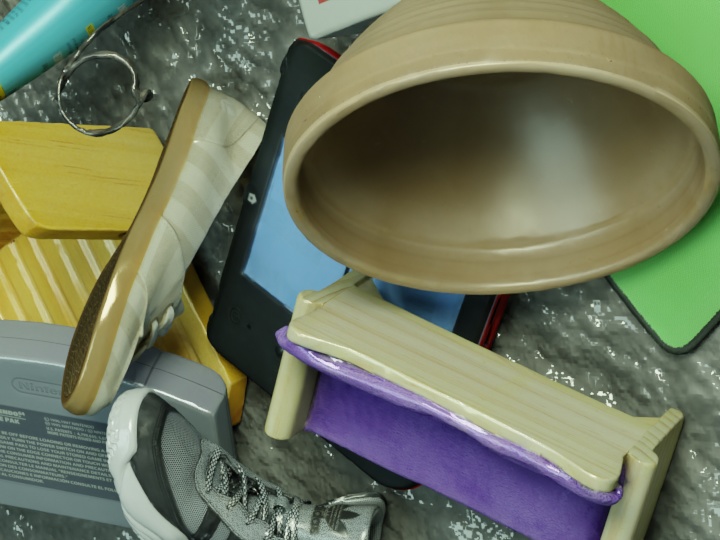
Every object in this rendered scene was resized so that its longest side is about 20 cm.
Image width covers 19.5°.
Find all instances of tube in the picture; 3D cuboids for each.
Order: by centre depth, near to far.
[{"bbox_3d":[-0.179,-0.132,1.164,0.050,0.200,0.077,49,173,-1],"label":"tube"}]

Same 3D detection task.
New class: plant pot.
[{"bbox_3d":[0.063,-0.075,0.966,0.200,0.200,0.093,-30,51,42],"label":"plant pot"}]

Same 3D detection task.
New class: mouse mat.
[{"bbox_3d":[0.156,-0.077,0.988,0.161,0.007,0.200,53,130,19],"label":"mouse mat"}]

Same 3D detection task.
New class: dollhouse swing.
[{"bbox_3d":[-0.196,0.035,1.242,0.199,0.181,0.177,-28,71,42],"label":"dollhouse swing"}]

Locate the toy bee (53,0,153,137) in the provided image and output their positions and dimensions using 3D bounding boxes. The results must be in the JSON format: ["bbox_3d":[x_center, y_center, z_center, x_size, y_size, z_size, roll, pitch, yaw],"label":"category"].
[{"bbox_3d":[-0.105,-0.181,1.030,0.130,0.109,0.201,35,106,5],"label":"toy bee"}]

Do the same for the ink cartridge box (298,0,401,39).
[{"bbox_3d":[0.022,-0.227,1.019,0.146,0.083,0.202,-15,92,44],"label":"ink cartridge box"}]

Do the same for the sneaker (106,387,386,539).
[{"bbox_3d":[-0.051,0.132,1.152,0.113,0.076,0.201,-15,125,25],"label":"sneaker"}]

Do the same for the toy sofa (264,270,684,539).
[{"bbox_3d":[0.049,0.082,1.036,0.199,0.097,0.083,25,118,19],"label":"toy sofa"}]

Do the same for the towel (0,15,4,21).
[{"bbox_3d":[-0.314,-0.193,1.256,0.085,0.200,0.166,-39,74,8],"label":"towel"}]

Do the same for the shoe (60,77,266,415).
[{"bbox_3d":[-0.106,-0.009,1.147,0.201,0.053,0.070,-68,12,-17],"label":"shoe"}]

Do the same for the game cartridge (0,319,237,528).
[{"bbox_3d":[-0.167,0.091,1.231,0.198,0.042,0.134,9,129,14],"label":"game cartridge"}]

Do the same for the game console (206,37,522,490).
[{"bbox_3d":[0.000,0.000,1.127,0.176,0.031,0.201,34,121,26],"label":"game console"}]
